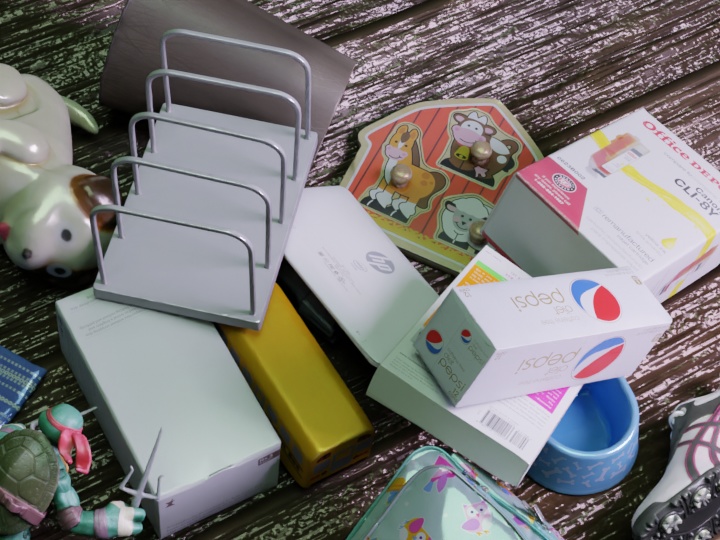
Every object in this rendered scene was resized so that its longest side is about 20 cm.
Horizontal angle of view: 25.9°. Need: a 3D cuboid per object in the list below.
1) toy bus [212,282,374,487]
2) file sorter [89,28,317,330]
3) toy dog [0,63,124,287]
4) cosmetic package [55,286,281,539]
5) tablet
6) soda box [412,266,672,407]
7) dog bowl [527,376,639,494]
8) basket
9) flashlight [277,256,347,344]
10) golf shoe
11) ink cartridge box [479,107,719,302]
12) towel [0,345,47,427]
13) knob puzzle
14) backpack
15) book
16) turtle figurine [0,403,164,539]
[{"bbox_3d":[-0.069,0.080,1.284,0.065,0.078,0.200,-25,63,-21],"label":"toy bus"},{"bbox_3d":[-0.123,-0.079,1.257,0.139,0.125,0.200,12,56,5],"label":"file sorter"},{"bbox_3d":[-0.288,-0.073,1.343,0.194,0.140,0.200,-2,46,-52],"label":"toy dog"},{"bbox_3d":[-0.156,0.100,1.261,0.113,0.081,0.200,-21,63,-18],"label":"cosmetic package"},{"bbox_3d":[0.000,0.000,1.325,0.130,0.014,0.200,-10,52,-46],"label":"tablet"},{"bbox_3d":[0.142,0.048,1.189,0.200,0.068,0.064,-7,51,-40],"label":"soda box"},{"bbox_3d":[0.164,0.090,1.321,0.111,0.050,0.200,-16,59,-16],"label":"dog bowl"},{"bbox_3d":[-0.116,-0.176,1.407,0.200,0.180,0.136,24,65,-4],"label":"basket"},{"bbox_3d":[-0.078,-0.018,1.359,0.200,0.068,0.068,43,32,15],"label":"flashlight"},{"bbox_3d":[0.280,0.160,1.288,0.200,0.077,0.088,-34,47,-27],"label":"golf shoe"},{"bbox_3d":[0.227,-0.045,1.363,0.145,0.083,0.200,44,45,19],"label":"ink cartridge box"},{"bbox_3d":[-0.369,0.120,1.258,0.145,0.024,0.200,28,58,11],"label":"towel"},{"bbox_3d":[0.088,-0.093,1.443,0.219,0.030,0.220,3,56,-4],"label":"knob puzzle"},{"bbox_3d":[0.077,0.244,1.143,0.200,0.153,0.176,38,83,10],"label":"backpack"},{"bbox_3d":[0.107,0.072,1.226,0.134,0.048,0.200,33,36,10],"label":"book"},{"bbox_3d":[-0.245,0.164,1.163,0.150,0.101,0.200,41,97,35],"label":"turtle figurine"}]
